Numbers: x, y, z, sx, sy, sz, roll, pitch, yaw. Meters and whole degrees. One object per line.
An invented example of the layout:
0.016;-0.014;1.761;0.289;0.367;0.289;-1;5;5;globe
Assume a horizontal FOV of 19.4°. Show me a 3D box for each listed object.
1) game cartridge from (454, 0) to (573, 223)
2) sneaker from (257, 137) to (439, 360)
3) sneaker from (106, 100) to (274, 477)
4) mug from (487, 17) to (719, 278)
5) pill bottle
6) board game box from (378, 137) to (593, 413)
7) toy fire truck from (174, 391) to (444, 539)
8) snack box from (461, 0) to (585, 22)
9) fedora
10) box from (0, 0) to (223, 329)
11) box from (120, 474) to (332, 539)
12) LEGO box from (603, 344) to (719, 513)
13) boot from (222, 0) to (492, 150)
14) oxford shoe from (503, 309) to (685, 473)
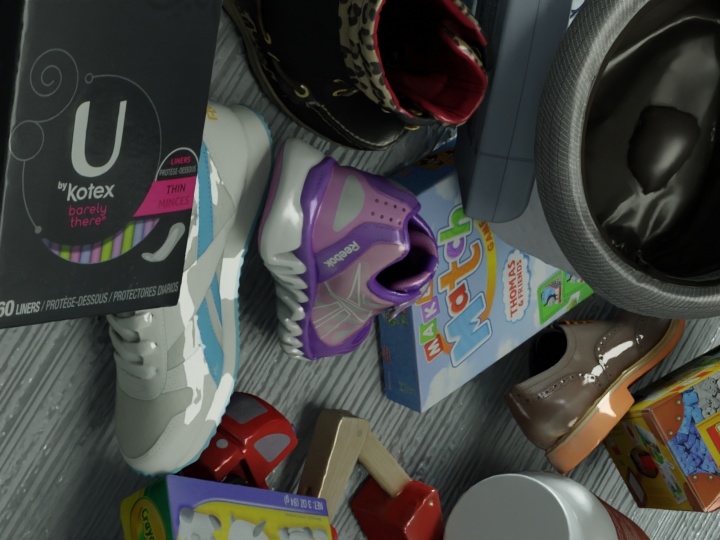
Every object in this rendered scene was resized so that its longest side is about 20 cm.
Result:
0.083;-0.133;1.102;0.133;0.041;0.201;-83;-178;-67;game cartridge
0.000;0.000;1.154;0.200;0.088;0.081;80;21;-67;sneaker
-0.107;0.008;1.098;0.081;0.076;0.201;4;98;-42;sneaker
0.177;-0.072;1.193;0.147;0.175;0.201;-35;134;-31;mug
0.125;0.194;1.384;0.112;0.112;0.200;-62;154;-6;pill bottle
0.088;-0.022;1.326;0.200;0.037;0.152;-32;130;-34;board game box
-0.029;0.132;1.257;0.141;0.049;0.200;-44;135;-26;toy fire truck
0.083;-0.201;1.208;0.200;0.068;0.169;36;82;-49;snack box
0.166;-0.075;1.066;0.176;0.090;0.201;19;91;-14;fedora
-0.146;-0.087;0.974;0.122;0.106;0.201;-9;114;-47;box
-0.058;0.212;1.102;0.117;0.048;0.201;14;57;-41;box
0.252;0.094;1.411;0.149;0.200;0.077;-29;87;-7;LEGO box
0.006;-0.111;1.094;0.073;0.150;0.200;-46;136;-13;boot
0.161;0.052;1.419;0.071;0.073;0.200;-47;179;39;oxford shoe
